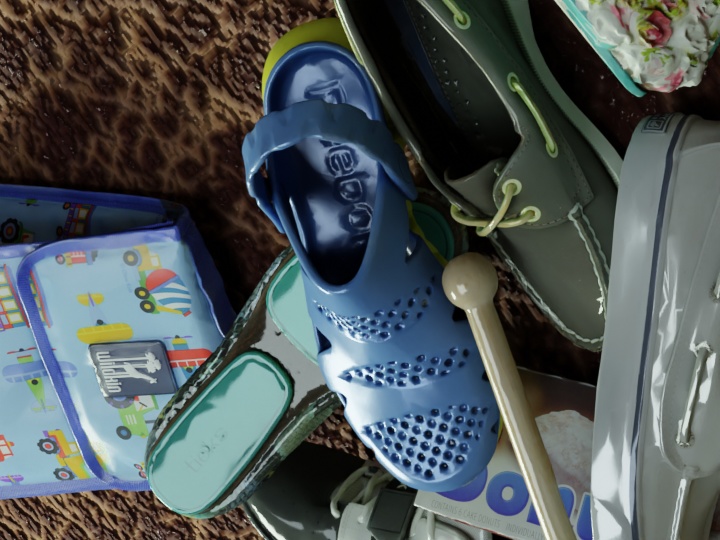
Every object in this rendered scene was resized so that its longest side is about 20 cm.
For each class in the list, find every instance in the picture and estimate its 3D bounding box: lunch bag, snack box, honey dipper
[{"bbox_3d":[-0.131,0.037,1.000,0.198,0.094,0.152,-1,119,30],"label":"lunch bag"},{"bbox_3d":[0.117,0.091,0.803,0.199,0.073,0.024,13,171,37],"label":"snack box"},{"bbox_3d":[0.073,0.089,0.772,0.038,0.038,0.202,-18,93,49],"label":"honey dipper"}]

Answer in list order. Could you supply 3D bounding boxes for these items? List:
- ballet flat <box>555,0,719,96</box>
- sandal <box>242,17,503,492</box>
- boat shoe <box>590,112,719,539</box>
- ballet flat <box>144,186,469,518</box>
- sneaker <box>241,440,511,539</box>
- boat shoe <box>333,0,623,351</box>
[{"bbox_3d":[0.062,-0.150,0.681,0.064,0.076,0.200,-42,92,20],"label":"ballet flat"},{"bbox_3d":[0.000,0.000,0.787,0.079,0.087,0.202,-21,97,17],"label":"sandal"},{"bbox_3d":[0.130,0.043,0.727,0.065,0.072,0.202,8,99,26],"label":"boat shoe"},{"bbox_3d":[-0.023,0.032,0.881,0.200,0.074,0.074,-42,88,20],"label":"ballet flat"},{"bbox_3d":[0.036,0.118,0.903,0.199,0.074,0.089,27,137,12],"label":"sneaker"},{"bbox_3d":[0.052,-0.050,0.759,0.072,0.060,0.203,-14,109,48],"label":"boat shoe"}]
